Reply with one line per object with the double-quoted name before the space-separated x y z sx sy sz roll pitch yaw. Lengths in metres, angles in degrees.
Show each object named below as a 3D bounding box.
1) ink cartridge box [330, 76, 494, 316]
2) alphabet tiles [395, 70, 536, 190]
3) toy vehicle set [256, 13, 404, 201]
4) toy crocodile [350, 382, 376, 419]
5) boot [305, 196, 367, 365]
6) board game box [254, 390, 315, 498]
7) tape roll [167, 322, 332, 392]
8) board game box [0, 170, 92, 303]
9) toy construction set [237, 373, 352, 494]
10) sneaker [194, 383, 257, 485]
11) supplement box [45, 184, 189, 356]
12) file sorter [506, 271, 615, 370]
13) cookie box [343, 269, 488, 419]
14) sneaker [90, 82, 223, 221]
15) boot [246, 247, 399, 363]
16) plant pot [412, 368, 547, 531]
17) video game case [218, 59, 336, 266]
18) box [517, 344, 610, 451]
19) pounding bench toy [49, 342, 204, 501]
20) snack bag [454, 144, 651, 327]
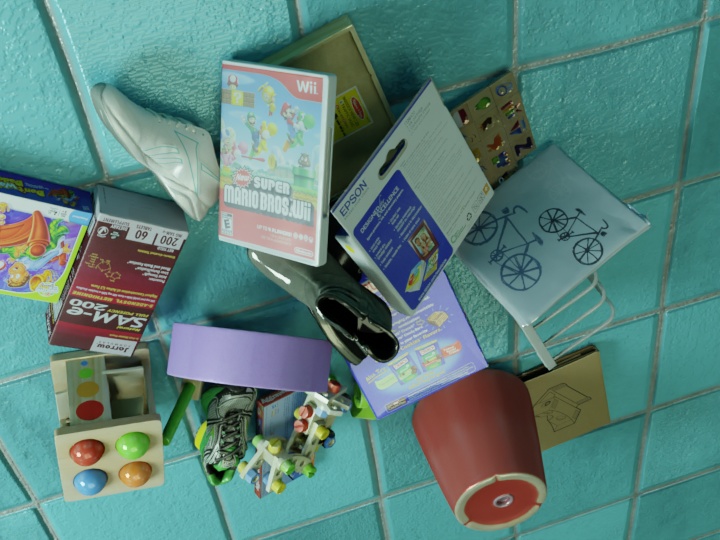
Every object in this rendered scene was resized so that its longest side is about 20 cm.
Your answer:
"ink cartridge box" 0.056 -0.083 1.098 0.198 0.047 0.200 -54 132 -17
"alphabet tiles" 0.145 -0.132 1.202 0.167 0.008 0.200 -34 137 -3
"toy vehicle set" -0.030 -0.178 1.098 0.124 0.027 0.200 -27 133 2
"toy crocodile" 0.028 0.138 1.372 0.067 0.062 0.201 -1 124 -20
"boot" 0.000 0.000 1.158 0.153 0.074 0.204 -30 104 0
"board game box" -0.108 0.244 1.406 0.103 0.019 0.201 -22 137 -32
"tape roll" -0.136 0.107 1.185 0.199 0.200 0.066 8 84 -27
"board game box" -0.413 -0.045 1.050 0.199 0.045 0.135 13 123 -30
"toy construction set" -0.077 0.214 1.324 0.131 0.092 0.200 0 133 -51
"sneaker" -0.179 0.223 1.325 0.078 0.085 0.201 -5 138 -21
"supplement box" -0.290 0.005 1.129 0.108 0.061 0.201 12 124 -29
"file sorter" 0.238 0.007 1.271 0.124 0.139 0.200 -35 139 5
"cookie box" 0.052 0.068 1.263 0.170 0.075 0.201 -26 112 2
"sneaker" -0.213 -0.142 1.040 0.080 0.070 0.200 -44 135 -3
"boot" -0.039 0.021 1.055 0.199 0.131 0.068 34 95 -5
"plant pot" 0.191 0.281 1.456 0.199 0.178 0.201 -7 132 -8
"video game case" -0.092 -0.116 1.021 0.017 0.142 0.201 -21 120 -53
"box" 0.325 0.219 1.575 0.163 0.021 0.201 -23 134 -1
"pounding bench toy" -0.285 0.192 1.224 0.199 0.156 0.125 -7 131 -16
"snack bag" 0.222 -0.050 1.176 0.200 0.189 0.021 -39 143 -3
